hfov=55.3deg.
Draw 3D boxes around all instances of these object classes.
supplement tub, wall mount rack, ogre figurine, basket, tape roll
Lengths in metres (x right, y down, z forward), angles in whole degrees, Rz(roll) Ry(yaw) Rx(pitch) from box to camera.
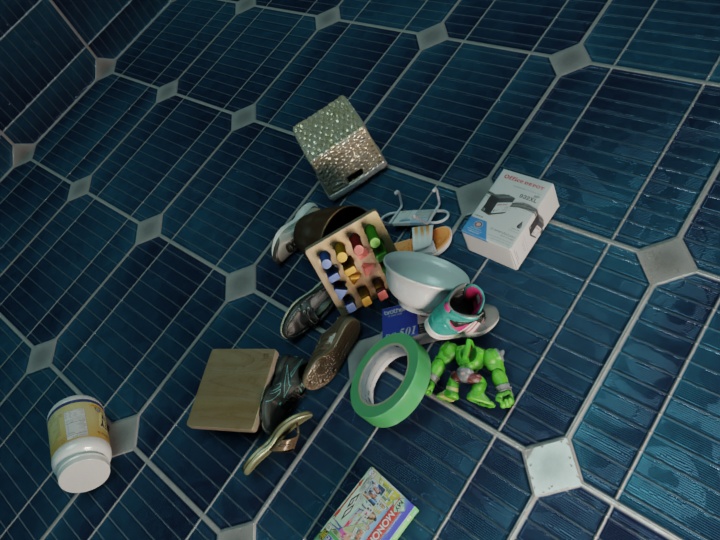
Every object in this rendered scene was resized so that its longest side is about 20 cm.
[{"bbox_3d":[-0.702,0.432,1.720,0.142,0.145,0.202,-33,48,0],"label":"supplement tub"},{"bbox_3d":[0.119,-0.147,1.739,0.195,0.076,0.175,-1,33,29],"label":"wall mount rack"},{"bbox_3d":[0.226,0.214,1.433,0.196,0.097,0.123,-3,64,42],"label":"ogre figurine"},{"bbox_3d":[-0.062,-0.351,1.945,0.195,0.162,0.202,-31,46,3],"label":"basket"},{"bbox_3d":[0.063,0.235,1.487,0.198,0.048,0.204,-34,35,28],"label":"tape roll"}]

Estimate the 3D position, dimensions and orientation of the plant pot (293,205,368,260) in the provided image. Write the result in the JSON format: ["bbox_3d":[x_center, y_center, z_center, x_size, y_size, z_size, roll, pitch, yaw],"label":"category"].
[{"bbox_3d":[-0.085,-0.084,1.773,0.198,0.188,0.189,17,64,50],"label":"plant pot"}]

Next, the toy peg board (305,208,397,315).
[{"bbox_3d":[0.000,0.000,1.622,0.196,0.203,0.098,-28,24,4],"label":"toy peg board"}]

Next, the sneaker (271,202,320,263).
[{"bbox_3d":[-0.170,-0.099,1.885,0.078,0.074,0.201,30,73,34],"label":"sneaker"}]

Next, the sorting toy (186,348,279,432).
[{"bbox_3d":[-0.294,0.296,1.657,0.195,0.070,0.203,-3,56,27],"label":"sorting toy"}]

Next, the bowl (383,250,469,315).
[{"bbox_3d":[0.137,0.037,1.527,0.199,0.198,0.093,30,116,39],"label":"bowl"}]

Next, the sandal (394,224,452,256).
[{"bbox_3d":[0.129,-0.067,1.713,0.201,0.060,0.081,-18,49,14],"label":"sandal"}]

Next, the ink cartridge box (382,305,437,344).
[{"bbox_3d":[0.147,0.117,1.580,0.195,0.045,0.096,-15,49,18],"label":"ink cartridge box"}]

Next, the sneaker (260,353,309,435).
[{"bbox_3d":[-0.174,0.286,1.600,0.077,0.076,0.204,2,56,22],"label":"sneaker"}]

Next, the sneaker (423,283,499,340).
[{"bbox_3d":[0.238,0.079,1.452,0.195,0.121,0.085,-8,59,-33],"label":"sneaker"}]

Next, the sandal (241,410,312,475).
[{"bbox_3d":[-0.179,0.390,1.539,0.201,0.080,0.057,-45,74,-5],"label":"sandal"}]

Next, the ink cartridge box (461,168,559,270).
[{"bbox_3d":[0.354,-0.124,1.623,0.143,0.084,0.202,24,70,38],"label":"ink cartridge box"}]

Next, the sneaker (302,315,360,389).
[{"bbox_3d":[-0.077,0.194,1.638,0.201,0.071,0.075,-50,31,-18],"label":"sneaker"}]

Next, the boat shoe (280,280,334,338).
[{"bbox_3d":[-0.115,0.098,1.707,0.198,0.075,0.066,-40,29,-17],"label":"boat shoe"}]

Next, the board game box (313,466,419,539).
[{"bbox_3d":[0.007,0.514,1.372,0.133,0.029,0.201,30,74,40],"label":"board game box"}]
